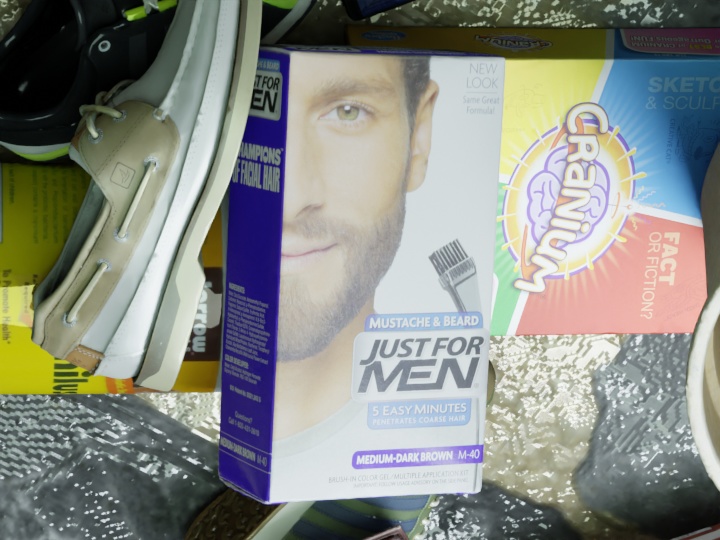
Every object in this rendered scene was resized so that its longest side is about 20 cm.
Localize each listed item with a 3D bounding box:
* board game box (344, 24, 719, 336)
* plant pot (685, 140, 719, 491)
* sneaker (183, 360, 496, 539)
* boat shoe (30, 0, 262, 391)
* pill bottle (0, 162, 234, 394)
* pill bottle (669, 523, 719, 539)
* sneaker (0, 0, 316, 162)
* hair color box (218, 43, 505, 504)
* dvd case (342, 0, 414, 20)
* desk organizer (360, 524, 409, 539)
[{"bbox_3d":[0.088,-0.043,1.215,0.200,0.040,0.153,-1,118,-8],"label":"board game box"},{"bbox_3d":[0.234,0.003,1.126,0.200,0.184,0.201,-1,117,-1],"label":"plant pot"},{"bbox_3d":[0.006,0.117,1.278,0.200,0.067,0.090,-39,122,18],"label":"sneaker"},{"bbox_3d":[-0.091,-0.049,1.073,0.068,0.075,0.200,13,98,-10],"label":"boat shoe"},{"bbox_3d":[-0.115,0.004,1.171,0.200,0.109,0.109,0,118,-8],"label":"pill bottle"},{"bbox_3d":[0.176,0.198,1.317,0.200,0.112,0.112,-18,119,3],"label":"pill bottle"},{"bbox_3d":[-0.097,-0.112,1.113,0.200,0.083,0.072,-38,73,13],"label":"sneaker"},{"bbox_3d":[0.000,0.000,1.117,0.109,0.065,0.200,-1,97,-26],"label":"hair color box"},{"bbox_3d":[0.030,-0.223,1.122,0.143,0.018,0.200,-19,120,4],"label":"dvd case"},{"bbox_3d":[0.024,0.218,1.284,0.072,0.077,0.200,-22,144,4],"label":"desk organizer"}]
